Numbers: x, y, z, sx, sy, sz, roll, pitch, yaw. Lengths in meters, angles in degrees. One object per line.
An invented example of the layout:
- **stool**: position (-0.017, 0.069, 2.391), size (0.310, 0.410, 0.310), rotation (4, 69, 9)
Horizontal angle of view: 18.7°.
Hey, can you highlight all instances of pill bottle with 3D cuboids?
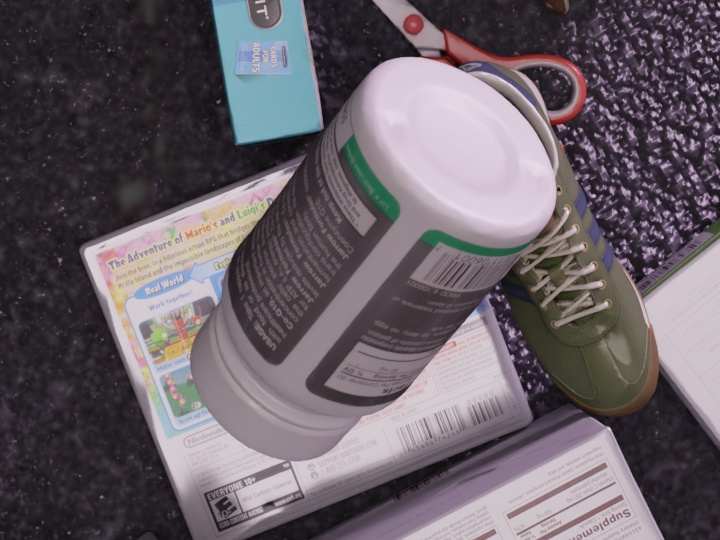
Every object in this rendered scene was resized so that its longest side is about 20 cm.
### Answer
- **pill bottle**: position (0.000, 0.000, 1.087), size (0.113, 0.113, 0.200), rotation (37, 128, -3)

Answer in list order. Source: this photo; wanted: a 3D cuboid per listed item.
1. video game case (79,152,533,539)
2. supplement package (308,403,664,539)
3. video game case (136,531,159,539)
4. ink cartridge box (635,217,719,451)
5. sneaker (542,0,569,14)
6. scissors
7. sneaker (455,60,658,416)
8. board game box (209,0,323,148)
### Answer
- **video game case**: position (-0.029, 0.034, 1.197), size (0.199, 0.024, 0.183), rotation (-22, 93, 0)
- **supplement package**: position (0.056, 0.168, 1.140), size (0.199, 0.156, 0.111), rotation (-27, 92, -1)
- **video game case**: position (-0.058, 0.220, 1.116), size (0.023, 0.200, 0.183), rotation (-38, 94, -4)
- **ink cartridge box**: position (0.238, 0.067, 1.189), size (0.104, 0.059, 0.200), rotation (-38, 93, 2)
- **sneaker**: position (0.174, -0.204, 1.180), size (0.199, 0.071, 0.076), rotation (-20, 110, 4)
- **scissors**: position (0.034, -0.120, 1.195), size (0.199, 0.014, 0.073), rotation (31, 93, -5)
- **sneaker**: position (0.089, -0.018, 1.130), size (0.067, 0.090, 0.201), rotation (-25, 78, 14)
- **board game box**: position (-0.058, -0.166, 1.121), size (0.047, 0.151, 0.202), rotation (-9, 93, -2)
